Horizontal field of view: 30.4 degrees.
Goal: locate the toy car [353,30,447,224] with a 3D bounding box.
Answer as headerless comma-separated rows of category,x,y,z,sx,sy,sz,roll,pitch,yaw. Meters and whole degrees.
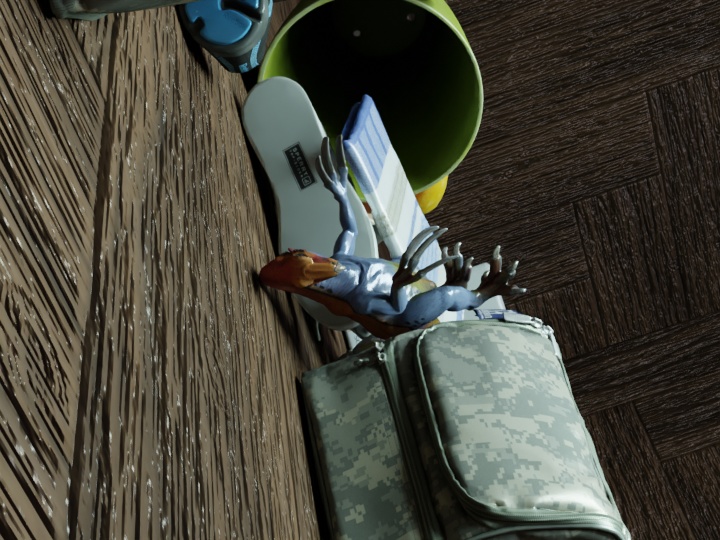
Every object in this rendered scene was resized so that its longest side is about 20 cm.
toy car,-0.004,-0.139,1.301,0.149,0.175,0.201,-3,51,-46

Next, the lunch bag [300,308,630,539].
lunch bag,0.064,0.128,0.810,0.201,0.166,0.140,-104,175,-51

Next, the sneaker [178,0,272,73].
sneaker,-0.099,-0.226,0.866,0.082,0.072,0.203,72,12,-78

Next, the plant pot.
plant pot,0.011,-0.191,1.159,0.201,0.185,0.189,-86,160,-57

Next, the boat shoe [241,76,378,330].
boat shoe,-0.030,-0.045,0.964,0.064,0.070,0.202,54,17,-66

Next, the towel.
towel,0.032,-0.026,1.015,0.147,0.024,0.202,-78,144,-69

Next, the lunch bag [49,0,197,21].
lunch bag,-0.049,-0.179,0.557,0.200,0.162,0.119,-91,164,-79

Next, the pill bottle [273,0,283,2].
pill bottle,-0.091,-0.341,1.147,0.112,0.110,0.202,-103,174,-57

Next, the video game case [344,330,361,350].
video game case,-0.006,0.039,1.359,0.200,0.023,0.184,62,11,-77

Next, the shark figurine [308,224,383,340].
shark figurine,-0.006,-0.014,1.078,0.214,0.088,0.130,47,22,-81

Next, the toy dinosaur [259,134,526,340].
toy dinosaur,0.015,0.020,0.850,0.105,0.180,0.203,27,-57,50

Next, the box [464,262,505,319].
box,0.125,0.130,1.741,0.200,0.169,0.201,61,11,-71

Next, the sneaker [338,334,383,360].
sneaker,0.021,0.112,1.071,0.200,0.073,0.117,-143,-147,-79
